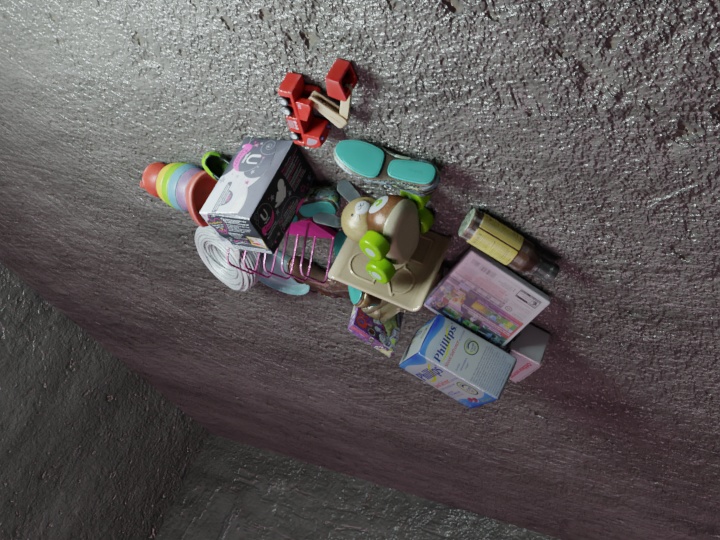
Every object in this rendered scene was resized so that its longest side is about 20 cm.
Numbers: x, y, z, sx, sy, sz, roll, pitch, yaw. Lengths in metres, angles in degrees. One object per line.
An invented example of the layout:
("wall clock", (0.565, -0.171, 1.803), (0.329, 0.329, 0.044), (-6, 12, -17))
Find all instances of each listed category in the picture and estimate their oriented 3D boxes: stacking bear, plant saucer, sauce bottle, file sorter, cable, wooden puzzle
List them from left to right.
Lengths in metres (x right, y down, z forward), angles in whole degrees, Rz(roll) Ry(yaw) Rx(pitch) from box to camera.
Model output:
("stacking bear", (-0.412, -0.191, 1.796), (0.199, 0.122, 0.114), (18, 156, 33))
("cable", (-0.330, -0.042, 1.992), (0.199, 0.069, 0.201), (24, 144, 35))
("plant saucer", (-0.216, -0.004, 2.046), (0.199, 0.028, 0.201), (22, 153, 11))
("file sorter", (-0.175, -0.049, 1.748), (0.199, 0.126, 0.139), (6, 170, 25))
("wooden puzzle", (0.059, -0.019, 1.580), (0.199, 0.186, 0.046), (20, 150, 12))
("sauce bottle", (0.278, -0.040, 1.481), (0.199, 0.065, 0.065), (32, 154, -8))

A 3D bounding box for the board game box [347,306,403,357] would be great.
("board game box", (0.042, 0.088, 1.789), (0.120, 0.201, 0.032), (31, 131, -14))

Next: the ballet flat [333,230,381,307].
("ballet flat", (0.000, 0.000, 1.644), (0.072, 0.201, 0.068), (15, 127, -34))

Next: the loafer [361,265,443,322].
("loafer", (0.097, 0.046, 1.717), (0.199, 0.076, 0.068), (-27, 126, 16))

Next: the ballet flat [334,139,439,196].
("ballet flat", (0.047, -0.178, 1.425), (0.199, 0.075, 0.074), (22, 154, 17))

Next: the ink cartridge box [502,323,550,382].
("ink cartridge box", (0.305, 0.157, 1.798), (0.199, 0.084, 0.145), (27, 153, -1))

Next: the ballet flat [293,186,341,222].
("ballet flat", (-0.126, -0.139, 1.644), (0.199, 0.075, 0.074), (-1, 145, 23))

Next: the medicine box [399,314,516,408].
("medicine box", (0.208, 0.201, 1.736), (0.199, 0.103, 0.182), (30, 161, -2))

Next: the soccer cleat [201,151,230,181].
("soccer cleat", (-0.250, -0.183, 1.684), (0.199, 0.068, 0.081), (32, -175, -10))

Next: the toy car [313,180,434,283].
("toy car", (0.013, -0.103, 1.523), (0.199, 0.165, 0.158), (28, 157, 25))

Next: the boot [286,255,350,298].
("boot", (-0.055, 0.020, 1.890), (0.199, 0.065, 0.186), (6, 162, 45))

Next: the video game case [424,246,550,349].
("video game case", (0.259, 0.063, 1.648), (0.199, 0.023, 0.182), (32, 127, -9))

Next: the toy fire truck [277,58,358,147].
("toy fire truck", (-0.068, -0.282, 1.370), (0.140, 0.049, 0.200), (17, 153, 18))

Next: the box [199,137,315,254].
("box", (-0.200, -0.151, 1.560), (0.131, 0.201, 0.115), (9, 148, 30))
